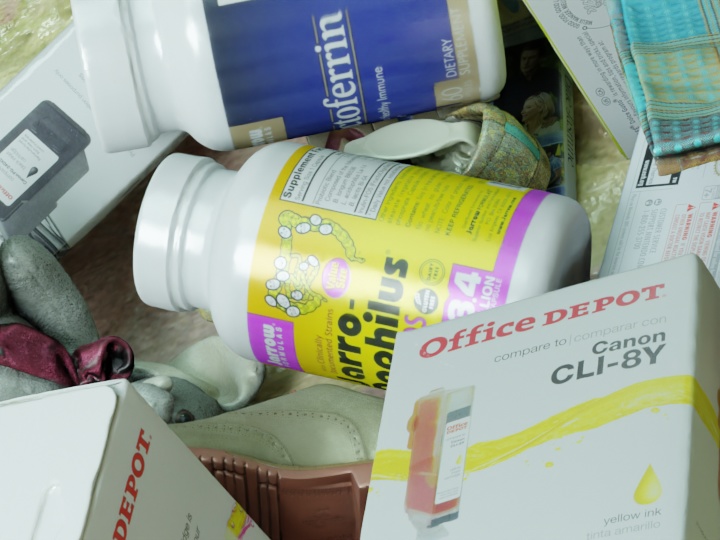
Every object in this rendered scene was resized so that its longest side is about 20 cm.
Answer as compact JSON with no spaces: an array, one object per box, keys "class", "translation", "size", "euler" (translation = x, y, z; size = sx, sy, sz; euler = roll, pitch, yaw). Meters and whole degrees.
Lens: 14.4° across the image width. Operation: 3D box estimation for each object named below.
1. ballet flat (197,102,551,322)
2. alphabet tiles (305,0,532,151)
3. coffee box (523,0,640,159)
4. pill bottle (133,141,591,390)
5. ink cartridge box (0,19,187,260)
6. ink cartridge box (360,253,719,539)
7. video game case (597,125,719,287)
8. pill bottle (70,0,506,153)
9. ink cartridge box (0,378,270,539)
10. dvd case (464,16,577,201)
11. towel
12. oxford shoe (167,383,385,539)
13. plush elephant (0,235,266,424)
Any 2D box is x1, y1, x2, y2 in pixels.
[{"class":"ballet flat","translation":[-0.005,-0.033,1.394],"size":[0.199,0.071,0.071],"euler":[-19,45,21]},{"class":"alphabet tiles","translation":[-0.011,-0.162,1.439],"size":[0.165,0.006,0.201],"euler":[-21,86,0]},{"class":"coffee box","translation":[0.153,-0.218,1.367],"size":[0.197,0.200,0.200],"euler":[-26,43,15]},{"class":"pill bottle","translation":[0.000,0.000,1.314],"size":[0.199,0.104,0.105],"euler":[11,59,16]},{"class":"ink cartridge box","translation":[-0.175,-0.046,1.493],"size":[0.200,0.083,0.145],"euler":[-44,4,-4]},{"class":"ink cartridge box","translation":[0.080,0.101,1.138],"size":[0.144,0.084,0.201],"euler":[-15,38,22]},{"class":"video game case","translation":[0.195,0.000,1.264],"size":[0.180,0.045,0.201],"euler":[-4,52,33]},{"class":"pill bottle","translation":[-0.036,-0.122,1.376],"size":[0.199,0.116,0.116],"euler":[-11,45,1]},{"class":"ink cartridge box","translation":[-0.098,0.163,1.215],"size":[0.083,0.200,0.146],"euler":[-10,49,28]},{"class":"dvd case","translation":[0.042,-0.054,1.441],"size":[0.142,0.018,0.201],"euler":[-19,47,22]},{"class":"towel","translation":[0.182,-0.101,1.215],"size":[0.146,0.022,0.200],"euler":[-16,22,7]},{"class":"oxford shoe","translation":[-0.040,0.090,1.302],"size":[0.198,0.071,0.074],"euler":[4,41,-4]},{"class":"plush elephant","translation":[-0.135,0.074,1.367],"size":[0.154,0.200,0.166],"euler":[8,71,14]}]
